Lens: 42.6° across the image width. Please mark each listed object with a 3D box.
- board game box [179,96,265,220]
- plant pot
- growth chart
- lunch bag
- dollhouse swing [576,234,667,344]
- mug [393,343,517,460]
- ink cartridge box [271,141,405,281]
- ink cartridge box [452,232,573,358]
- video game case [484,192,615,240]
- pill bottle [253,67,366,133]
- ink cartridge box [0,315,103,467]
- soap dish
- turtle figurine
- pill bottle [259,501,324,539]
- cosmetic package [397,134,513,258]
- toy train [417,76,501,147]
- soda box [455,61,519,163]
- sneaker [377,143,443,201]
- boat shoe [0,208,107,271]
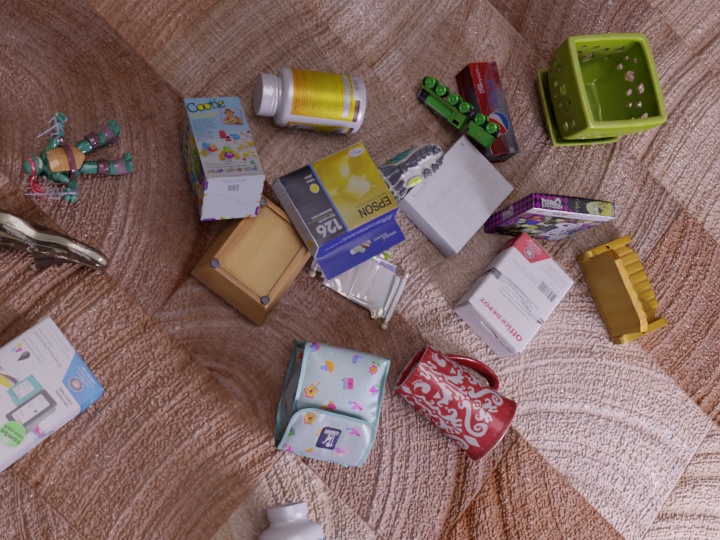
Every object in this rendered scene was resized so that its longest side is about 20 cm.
[{"bbox_3d":[-0.246,-0.198,1.615,0.104,0.103,0.201,-6,53,-21],"label":"board game box"},{"bbox_3d":[0.486,-0.363,1.922,0.198,0.181,0.201,-7,80,-22],"label":"plant pot"},{"bbox_3d":[0.000,0.000,1.747,0.199,0.018,0.145,34,68,-10],"label":"growth chart"},{"bbox_3d":[-0.053,0.235,1.619,0.169,0.122,0.202,15,81,-19],"label":"lunch bag"},{"bbox_3d":[0.556,0.028,1.859,0.181,0.176,0.201,-20,84,-23],"label":"dollhouse swing"},{"bbox_3d":[0.171,0.232,1.718,0.199,0.178,0.134,37,104,-4],"label":"mug"},{"bbox_3d":[-0.030,-0.111,1.674,0.197,0.047,0.201,-28,82,-32],"label":"ink cartridge box"},{"bbox_3d":[0.298,0.050,1.809,0.147,0.083,0.200,45,67,-5],"label":"ink cartridge box"},{"bbox_3d":[0.366,-0.103,1.807,0.180,0.200,0.036,6,77,-19],"label":"video game case"},{"bbox_3d":[-0.097,-0.321,1.737,0.198,0.109,0.110,3,76,-20],"label":"pill bottle"},{"bbox_3d":[-0.528,0.197,1.437,0.200,0.146,0.147,-38,92,-23],"label":"ink cartridge box"},{"bbox_3d":[-0.182,-0.027,1.653,0.157,0.081,0.201,38,68,-8],"label":"soap dish"},{"bbox_3d":[-0.496,-0.191,1.568,0.199,0.100,0.151,-19,99,-38],"label":"turtle figurine"},{"bbox_3d":[-0.109,0.493,1.542,0.110,0.111,0.202,-5,79,-21],"label":"pill bottle"},{"bbox_3d":[0.189,-0.148,1.833,0.151,0.052,0.200,47,67,-6],"label":"cosmetic package"},{"bbox_3d":[0.194,-0.317,1.847,0.200,0.042,0.057,40,107,17],"label":"toy train"},{"bbox_3d":[0.259,-0.323,1.893,0.069,0.063,0.202,-9,80,-22],"label":"soda box"},{"bbox_3d":[0.069,-0.183,1.787,0.199,0.080,0.078,-28,110,-6],"label":"sneaker"},{"bbox_3d":[-0.527,-0.033,1.540,0.201,0.075,0.075,23,84,-7],"label":"boat shoe"}]
